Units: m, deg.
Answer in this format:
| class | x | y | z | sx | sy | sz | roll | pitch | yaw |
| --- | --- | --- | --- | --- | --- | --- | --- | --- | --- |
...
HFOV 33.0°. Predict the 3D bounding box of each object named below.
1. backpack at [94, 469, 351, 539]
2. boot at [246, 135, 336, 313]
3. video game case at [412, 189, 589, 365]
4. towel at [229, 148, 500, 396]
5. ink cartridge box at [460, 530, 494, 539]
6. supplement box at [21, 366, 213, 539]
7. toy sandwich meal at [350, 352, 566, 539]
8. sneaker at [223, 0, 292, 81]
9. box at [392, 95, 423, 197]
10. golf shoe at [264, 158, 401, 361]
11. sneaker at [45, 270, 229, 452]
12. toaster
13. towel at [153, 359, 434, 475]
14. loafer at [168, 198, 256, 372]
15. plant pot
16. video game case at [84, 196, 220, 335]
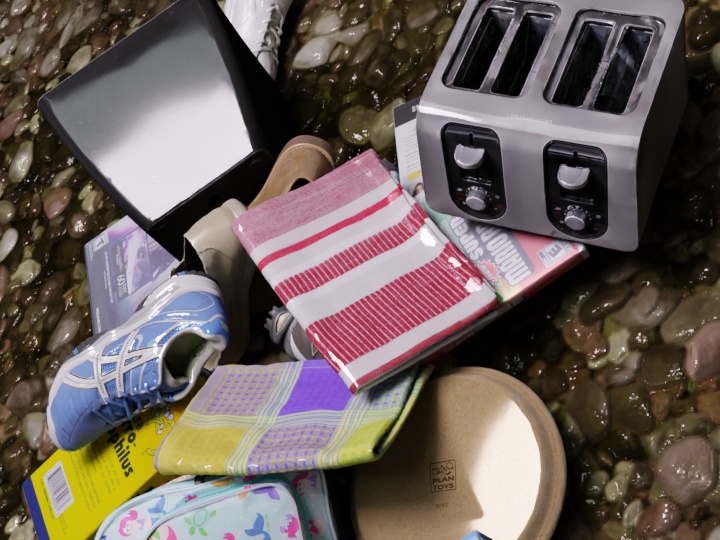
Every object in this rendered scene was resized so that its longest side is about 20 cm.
| class | x | y | z | sx | sy | sz | roll | pitch | yaw |
| --- | --- | --- | --- | --- | --- | --- | --- | --- | --- |
| backpack | -0.106 | 0.240 | 0.939 | 0.198 | 0.151 | 0.179 | -13 | 85 | 7 |
| boot | -0.081 | -0.026 | 1.118 | 0.076 | 0.073 | 0.201 | -82 | 14 | -53 |
| video game case | 0.072 | -0.008 | 1.007 | 0.199 | 0.017 | 0.144 | -35 | 52 | 9 |
| towel | 0.001 | -0.006 | 0.980 | 0.143 | 0.023 | 0.200 | -28 | 55 | -15 |
| ink cartridge box | 0.052 | 0.285 | 0.843 | 0.200 | 0.145 | 0.084 | -38 | 48 | 14 |
| supplement box | -0.194 | 0.187 | 1.113 | 0.200 | 0.109 | 0.110 | -43 | 47 | 10 |
| toy sandwich meal | 0.076 | 0.166 | 0.950 | 0.204 | 0.070 | 0.207 | -14 | 61 | 27 |
| sneaker | -0.113 | -0.245 | 1.327 | 0.099 | 0.078 | 0.201 | 38 | 100 | 37 |
| box | 0.082 | -0.071 | 1.085 | 0.082 | 0.049 | 0.201 | -21 | 55 | 26 |
| golf shoe | 0.000 | 0.000 | 1.101 | 0.094 | 0.078 | 0.201 | 29 | 92 | 34 |
| sneaker | -0.193 | 0.087 | 1.041 | 0.200 | 0.076 | 0.077 | -44 | 43 | 8 |
| toaster | 0.159 | -0.132 | 0.954 | 0.179 | 0.119 | 0.201 | 14 | 59 | 22 |
| towel | -0.054 | 0.109 | 0.944 | 0.198 | 0.023 | 0.144 | -5 | 27 | 27 |
| loafer | -0.143 | 0.020 | 1.130 | 0.076 | 0.068 | 0.201 | 49 | 142 | 36 |
| plant pot | -0.158 | -0.113 | 1.193 | 0.199 | 0.200 | 0.178 | -35 | 61 | 3 |
| video game case | -0.216 | -0.020 | 1.310 | 0.199 | 0.019 | 0.144 | -32 | 50 | 20 |
